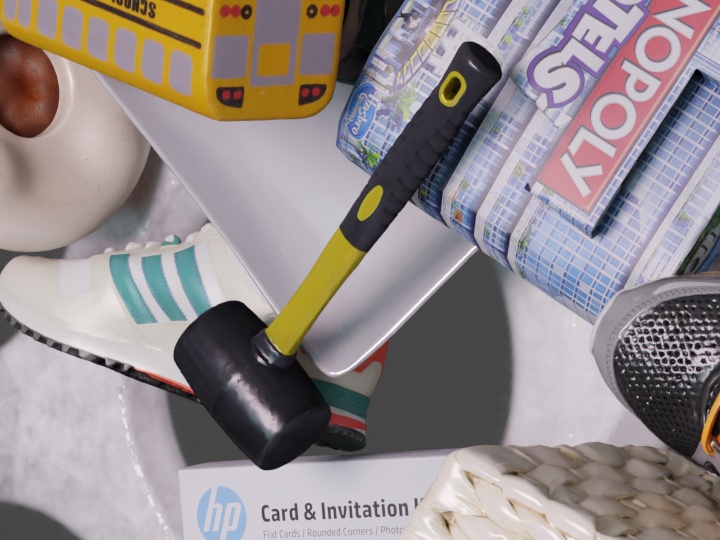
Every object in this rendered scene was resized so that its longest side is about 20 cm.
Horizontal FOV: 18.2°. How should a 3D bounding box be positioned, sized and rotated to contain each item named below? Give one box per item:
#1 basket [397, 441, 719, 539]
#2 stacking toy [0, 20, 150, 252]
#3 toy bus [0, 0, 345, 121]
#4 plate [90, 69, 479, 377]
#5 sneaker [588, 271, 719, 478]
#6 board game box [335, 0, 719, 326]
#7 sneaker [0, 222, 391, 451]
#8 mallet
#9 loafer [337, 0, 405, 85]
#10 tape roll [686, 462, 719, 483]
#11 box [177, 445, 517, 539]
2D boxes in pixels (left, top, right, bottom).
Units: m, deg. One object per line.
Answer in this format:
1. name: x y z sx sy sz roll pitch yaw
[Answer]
1. basket: 0.090 0.138 0.771 0.135 0.200 0.124 29 99 27
2. stacking toy: -0.205 -0.071 1.045 0.199 0.145 0.147 -10 86 47
3. toy bus: -0.088 -0.120 0.889 0.199 0.065 0.079 25 115 49
4. plate: 0.007 -0.091 0.931 0.200 0.032 0.200 -42 69 10
5. sneaker: 0.166 0.063 0.770 0.199 0.077 0.079 28 110 17
6. board game box: 0.118 -0.080 0.839 0.199 0.062 0.201 34 90 21
7. sneaker: -0.069 0.010 0.990 0.199 0.070 0.094 18 84 31
8. mallet: 0.000 0.000 0.856 0.200 0.041 0.066 -46 70 35
9. loafer: -0.013 -0.175 0.886 0.071 0.063 0.202 -10 88 18
10. tape roll: 0.182 0.157 0.846 0.201 0.037 0.205 1 93 32
11. box: 0.002 0.180 0.958 0.155 0.041 0.202 -5 87 31
